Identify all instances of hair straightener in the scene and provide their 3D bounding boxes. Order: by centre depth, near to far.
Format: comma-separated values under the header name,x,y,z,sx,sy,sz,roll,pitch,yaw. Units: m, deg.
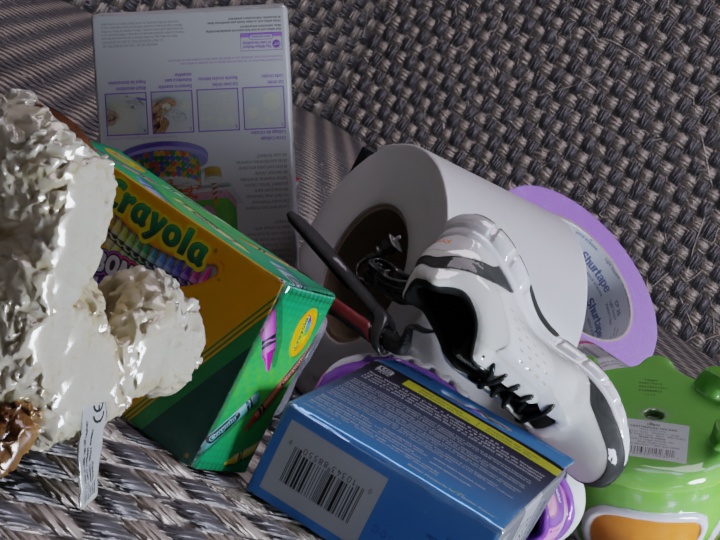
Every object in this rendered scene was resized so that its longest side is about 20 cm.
name,x,y,z,sx,sy,sz,roll,pitch,yaw
hair straightener,0.000,0.000,1.283,0.041,0.077,0.200,49,-9,-34

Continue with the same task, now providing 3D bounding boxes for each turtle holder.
name,x,y,z,sx,sy,sz,roll,pitch,yaw
turtle holder,0.198,0.136,1.334,0.139,0.133,0.186,-7,27,-17

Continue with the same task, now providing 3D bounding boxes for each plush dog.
name,x,y,z,sx,sy,sz,roll,pitch,yaw
plush dog,-0.195,0.017,0.892,0.171,0.161,0.201,16,-28,32

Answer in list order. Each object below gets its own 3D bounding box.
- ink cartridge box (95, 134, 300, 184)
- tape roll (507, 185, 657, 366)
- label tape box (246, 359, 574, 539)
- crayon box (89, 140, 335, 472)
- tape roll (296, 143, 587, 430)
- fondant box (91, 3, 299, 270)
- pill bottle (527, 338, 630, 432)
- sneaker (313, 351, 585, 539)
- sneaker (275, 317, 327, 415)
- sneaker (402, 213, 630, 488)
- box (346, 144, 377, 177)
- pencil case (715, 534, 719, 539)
name,x,y,z,sx,sy,sz,roll,pitch,yaw
ink cartridge box,-0.161,-0.079,1.545,0.174,0.084,0.200,29,8,6
tape roll,0.178,0.022,1.695,0.199,0.066,0.201,28,40,-26
label tape box,0.037,0.122,1.113,0.142,0.067,0.200,30,12,13
crayon box,-0.123,0.017,1.094,0.199,0.120,0.058,32,9,32
tape roll,0.053,0.024,1.383,0.138,0.204,0.203,24,8,-30
fondant box,-0.120,-0.094,1.380,0.143,0.202,0.058,-3,8,-2
pill bottle,0.220,0.147,1.504,0.113,0.114,0.200,20,11,-46
sneaker,0.056,0.124,1.219,0.199,0.081,0.088,30,15,3
sneaker,-0.088,0.038,1.276,0.113,0.076,0.200,27,2,-3
sneaker,0.097,0.064,1.202,0.201,0.074,0.080,53,45,-2
box,0.035,-0.015,1.732,0.086,0.165,0.200,30,8,21
pencil case,0.333,0.244,1.369,0.199,0.089,0.088,35,10,31
